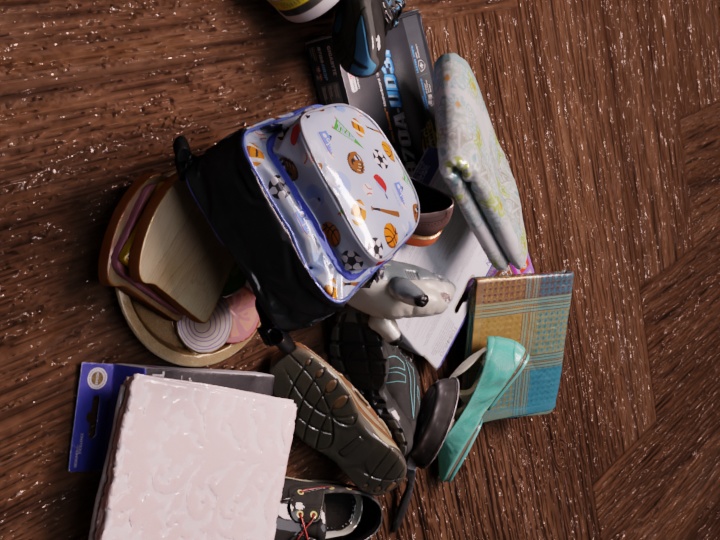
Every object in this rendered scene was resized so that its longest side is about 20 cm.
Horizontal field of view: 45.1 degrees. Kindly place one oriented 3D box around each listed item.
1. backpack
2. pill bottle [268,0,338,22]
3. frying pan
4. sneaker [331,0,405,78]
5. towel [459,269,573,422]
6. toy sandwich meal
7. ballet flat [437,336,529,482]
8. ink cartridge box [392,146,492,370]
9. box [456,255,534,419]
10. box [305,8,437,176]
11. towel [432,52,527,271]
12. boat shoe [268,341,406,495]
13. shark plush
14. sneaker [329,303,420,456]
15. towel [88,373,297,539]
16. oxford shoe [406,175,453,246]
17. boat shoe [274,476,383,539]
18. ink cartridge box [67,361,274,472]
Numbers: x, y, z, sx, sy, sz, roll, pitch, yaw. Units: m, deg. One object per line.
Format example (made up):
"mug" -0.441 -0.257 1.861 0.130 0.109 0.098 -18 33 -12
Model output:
"backpack" -0.039 -0.062 0.772 0.201 0.153 0.191 64 25 -10
"pill bottle" -0.094 -0.340 0.817 0.200 0.111 0.112 38 64 -40
"frying pan" 0.071 0.208 1.043 0.031 0.191 0.115 23 27 -6
"sneaker" 0.014 -0.273 0.896 0.081 0.073 0.201 13 50 -23
"towel" 0.200 0.099 1.121 0.145 0.022 0.202 -4 110 -19
"toy sandwich meal" -0.141 -0.008 0.800 0.204 0.070 0.208 -1 91 -46
"ballet flat" 0.132 0.166 1.083 0.201 0.070 0.067 -60 175 11
"ink cartridge box" 0.085 -0.010 1.030 0.201 0.040 0.200 -60 142 -16
"box" 0.206 0.081 1.190 0.137 0.039 0.201 -42 119 -38
"box" 0.028 -0.183 0.994 0.158 0.046 0.202 -29 112 -42
"towel" 0.133 -0.117 0.966 0.200 0.048 0.172 52 27 -44
"boat shoe" -0.027 0.154 0.926 0.075 0.074 0.201 -33 111 8
"shark plush" 0.000 0.000 0.909 0.091 0.198 0.084 100 16 -50
"sneaker" 0.021 0.114 0.984 0.079 0.075 0.202 -49 132 -47
"towel" -0.147 0.203 0.774 0.190 0.032 0.202 19 77 -42
"oxford shoe" 0.002 -0.088 0.898 0.198 0.073 0.072 15 63 -11
"boat shoe" -0.060 0.255 0.896 0.200 0.063 0.075 9 88 -44
"ink cartridge box" -0.167 0.138 0.801 0.199 0.037 0.096 11 83 -44
